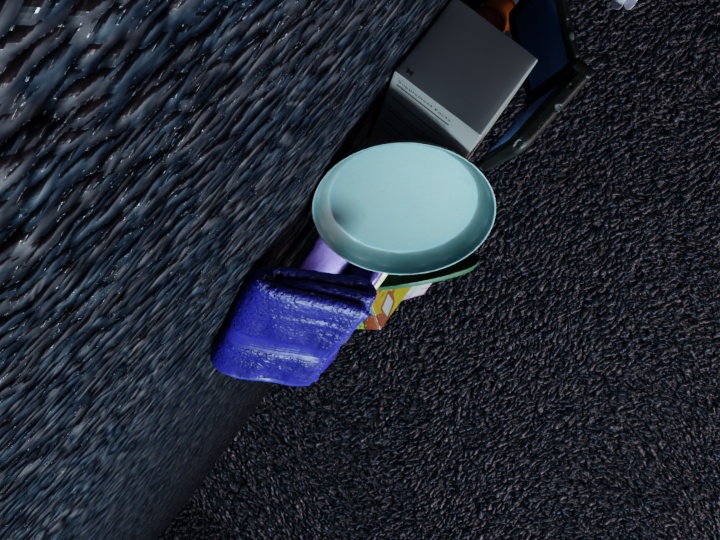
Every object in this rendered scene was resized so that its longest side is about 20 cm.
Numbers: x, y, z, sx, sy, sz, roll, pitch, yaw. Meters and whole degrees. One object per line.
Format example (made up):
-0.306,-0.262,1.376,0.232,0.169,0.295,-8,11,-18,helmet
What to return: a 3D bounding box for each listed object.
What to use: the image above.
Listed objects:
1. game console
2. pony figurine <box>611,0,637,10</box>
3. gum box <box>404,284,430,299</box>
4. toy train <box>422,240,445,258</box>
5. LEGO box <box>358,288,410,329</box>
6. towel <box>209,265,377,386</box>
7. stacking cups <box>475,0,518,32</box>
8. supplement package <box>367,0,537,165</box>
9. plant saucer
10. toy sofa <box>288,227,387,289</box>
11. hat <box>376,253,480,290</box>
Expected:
0.179,-0.223,1.044,0.176,0.116,0.200,-48,-177,-3,game console
0.288,-0.425,1.064,0.199,0.166,0.194,-27,152,-47,pony figurine
0.035,-0.005,1.539,0.199,0.114,0.066,-13,149,-44,gum box
0.056,-0.095,1.103,0.045,0.201,0.034,1,140,-34,toy train
0.000,0.000,1.334,0.148,0.078,0.200,-2,-149,32,LEGO box
-0.079,0.071,1.021,0.200,0.146,0.050,123,-34,-50,towel
0.190,-0.348,1.191,0.200,0.060,0.061,-46,175,-39,stacking cups
0.093,-0.181,0.987,0.114,0.109,0.200,-52,178,-15,supplement package
0.047,-0.070,0.978,0.201,0.198,0.028,126,-24,-44,plant saucer
-0.032,-0.001,1.108,0.201,0.082,0.098,-53,-148,20,toy sofa
0.050,-0.080,1.160,0.165,0.178,0.199,-16,-170,-31,hat
